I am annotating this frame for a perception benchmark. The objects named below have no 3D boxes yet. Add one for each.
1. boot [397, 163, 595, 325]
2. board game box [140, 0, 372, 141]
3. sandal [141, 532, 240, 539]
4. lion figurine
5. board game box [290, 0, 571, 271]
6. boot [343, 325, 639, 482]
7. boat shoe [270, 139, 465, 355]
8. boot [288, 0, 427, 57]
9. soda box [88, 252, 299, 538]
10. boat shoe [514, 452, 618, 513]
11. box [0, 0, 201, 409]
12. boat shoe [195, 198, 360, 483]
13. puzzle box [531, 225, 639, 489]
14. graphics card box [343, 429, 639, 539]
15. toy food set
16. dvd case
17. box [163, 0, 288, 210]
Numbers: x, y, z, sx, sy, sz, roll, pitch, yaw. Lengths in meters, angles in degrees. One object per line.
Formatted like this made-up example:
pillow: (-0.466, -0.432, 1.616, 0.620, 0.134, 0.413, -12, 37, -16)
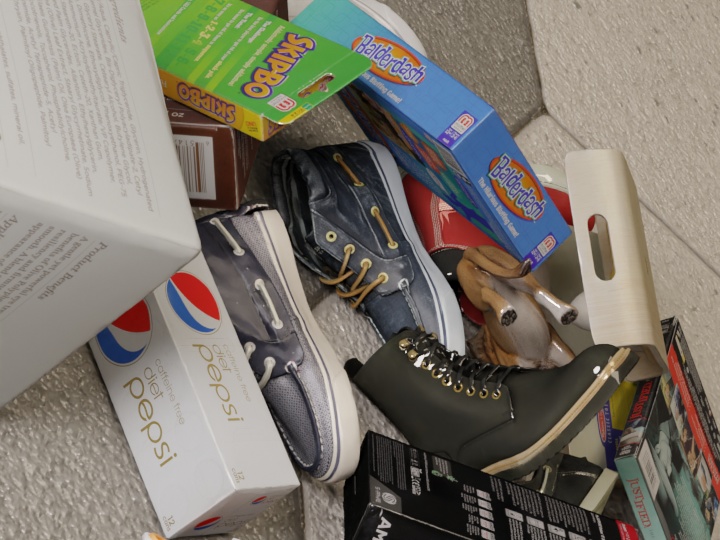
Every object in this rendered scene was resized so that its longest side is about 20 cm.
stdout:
boot: (0.118, -0.013, 1.918, 0.200, 0.072, 0.145, 11, 53, -40)
board game box: (-0.095, -0.144, 1.619, 0.200, 0.030, 0.095, 24, 45, 32)
sandal: (-0.041, 0.209, 1.461, 0.207, 0.059, 0.079, 41, -1, -10)
lion figurine: (0.107, 0.033, 1.751, 0.123, 0.072, 0.200, 48, -19, 43)
board game box: (0.049, -0.101, 1.734, 0.200, 0.045, 0.152, 40, -8, 41)
boot: (0.081, 0.074, 1.664, 0.138, 0.200, 0.077, 49, 38, 2)
boat shoe: (0.000, 0.000, 1.758, 0.091, 0.071, 0.201, -5, 64, -39)
boot: (-0.041, -0.180, 1.880, 0.200, 0.074, 0.096, 34, 42, -14)
soda box: (-0.115, 0.063, 1.534, 0.064, 0.068, 0.200, 2, 58, -52)
boat shoe: (0.113, 0.187, 1.726, 0.068, 0.072, 0.200, 33, 35, 12)
box: (-0.228, -0.057, 1.379, 0.171, 0.199, 0.200, 19, 45, -43)
boat shoe: (-0.075, 0.053, 1.611, 0.093, 0.075, 0.200, -10, 68, -35)
puzzle box: (0.178, 0.067, 1.893, 0.133, 0.025, 0.201, 15, 65, -51)
graphics card box: (0.088, 0.178, 1.589, 0.200, 0.051, 0.126, 21, 18, -8)
toy food set: (0.182, 0.001, 1.813, 0.200, 0.060, 0.144, 42, 39, -76)
dvd case: (0.245, 0.148, 1.915, 0.200, 0.022, 0.146, -64, 137, -56)
box: (-0.113, -0.129, 1.679, 0.100, 0.075, 0.200, 4, 36, 7)
